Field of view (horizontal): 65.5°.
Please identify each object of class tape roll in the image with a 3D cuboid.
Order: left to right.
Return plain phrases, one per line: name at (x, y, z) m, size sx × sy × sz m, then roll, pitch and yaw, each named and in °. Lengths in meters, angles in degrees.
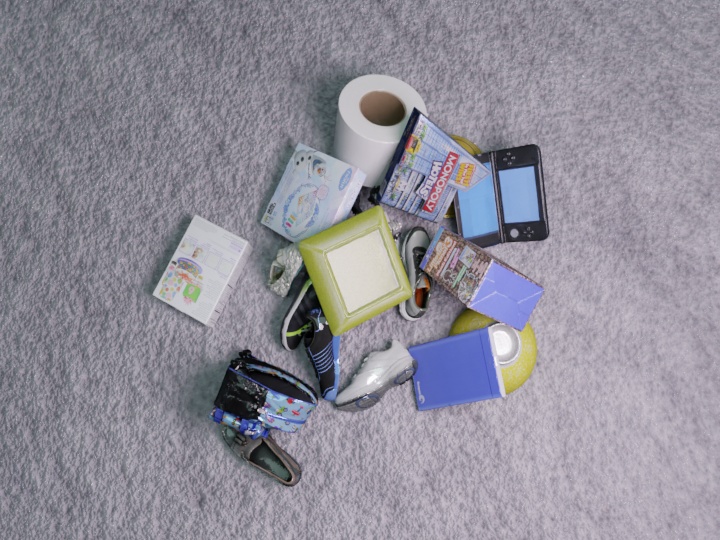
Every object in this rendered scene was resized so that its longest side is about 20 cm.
tape roll at (0.039, -0.308, 1.240) m, size 0.194 × 0.141 × 0.209 m, roll 5°, pitch 57°, yaw -7°

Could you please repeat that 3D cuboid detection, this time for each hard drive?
hard drive at (0.192, 0.205, 1.148) m, size 0.196 × 0.025 × 0.137 m, roll -21°, pitch 73°, yaw 37°

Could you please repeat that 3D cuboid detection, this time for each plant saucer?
plant saucer at (0.000, 0.000, 1.118) m, size 0.194 × 0.048 × 0.206 m, roll -25°, pitch 99°, yaw -16°

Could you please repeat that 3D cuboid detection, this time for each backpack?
backpack at (-0.187, 0.264, 1.136) m, size 0.194 × 0.182 × 0.139 m, roll 23°, pitch 87°, yaw -5°

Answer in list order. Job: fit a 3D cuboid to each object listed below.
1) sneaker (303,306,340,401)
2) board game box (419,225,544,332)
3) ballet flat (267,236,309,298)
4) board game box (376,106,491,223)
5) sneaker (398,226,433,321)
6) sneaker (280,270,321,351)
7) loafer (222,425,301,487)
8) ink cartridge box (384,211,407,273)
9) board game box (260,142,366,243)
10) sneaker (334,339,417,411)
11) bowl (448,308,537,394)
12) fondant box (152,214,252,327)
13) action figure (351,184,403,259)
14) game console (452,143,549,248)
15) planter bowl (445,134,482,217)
sneaker at (-0.083, 0.175, 1.169) m, size 0.075 × 0.070 × 0.209 m, roll 0°, pitch 103°, yaw -13°
board game box at (0.239, 0.014, 1.122) m, size 0.156 × 0.200 × 0.099 m, roll 23°, pitch 101°, yaw -30°
ballet flat at (-0.156, -0.007, 1.181) m, size 0.069 × 0.201 × 0.074 m, roll 13°, pitch 53°, yaw -18°
board game box at (0.159, -0.196, 1.151) m, size 0.193 × 0.062 × 0.205 m, roll 17°, pitch 114°, yaw -17°
sneaker at (0.131, 0.004, 1.220) m, size 0.071 × 0.079 × 0.209 m, roll 7°, pitch 78°, yaw -21°
sneaker at (-0.106, 0.090, 1.191) m, size 0.081 × 0.071 × 0.206 m, roll 27°, pitch 101°, yaw 20°
loafer at (-0.206, 0.376, 1.162) m, size 0.196 × 0.063 × 0.073 m, roll 32°, pitch 79°, yaw 8°
ink cartridge box at (-0.002, -0.026, 1.265) m, size 0.194 × 0.050 × 0.166 m, roll -20°, pitch 77°, yaw -19°
board game box at (-0.106, -0.155, 1.229) m, size 0.196 × 0.043 × 0.205 m, roll 29°, pitch 92°, yaw 36°
sneaker at (0.027, 0.228, 1.195) m, size 0.196 × 0.075 × 0.088 m, roll -32°, pitch 55°, yaw -4°
bowl at (0.286, 0.158, 1.175) m, size 0.191 × 0.108 × 0.209 m, roll 0°, pitch 77°, yaw 1°
fondant box at (-0.350, 0.001, 1.253) m, size 0.140 × 0.058 × 0.205 m, roll 25°, pitch 78°, yaw 7°
action figure at (0.028, -0.075, 1.209) m, size 0.114 × 0.102 × 0.207 m, roll -13°, pitch 74°, yaw -5°
game console at (0.298, -0.152, 1.203) m, size 0.116 × 0.167 × 0.208 m, roll -21°, pitch 105°, yaw -45°
planter bowl at (0.208, -0.233, 1.277) m, size 0.192 × 0.084 × 0.209 m, roll 0°, pitch 77°, yaw 1°
